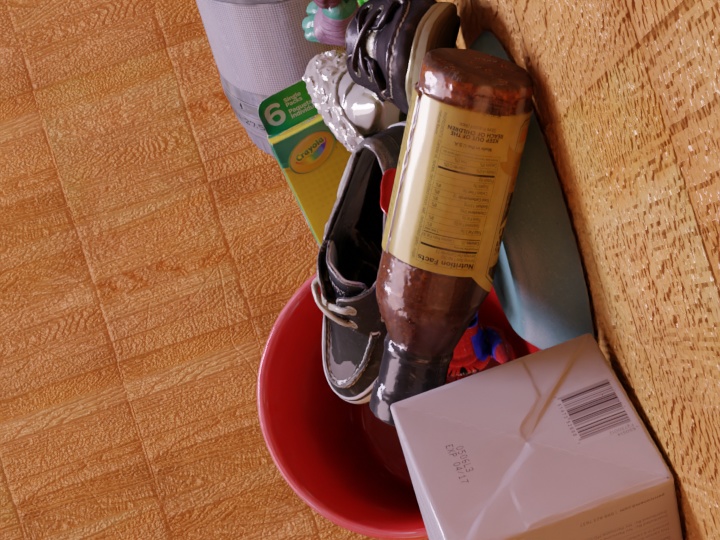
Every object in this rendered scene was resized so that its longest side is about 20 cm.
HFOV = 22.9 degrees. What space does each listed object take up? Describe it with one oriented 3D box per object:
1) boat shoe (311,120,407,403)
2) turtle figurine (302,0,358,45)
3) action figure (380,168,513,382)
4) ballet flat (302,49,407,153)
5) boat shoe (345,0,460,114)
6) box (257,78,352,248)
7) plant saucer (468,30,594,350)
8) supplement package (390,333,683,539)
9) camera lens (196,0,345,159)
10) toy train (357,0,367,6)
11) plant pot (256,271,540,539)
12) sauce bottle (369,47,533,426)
[{"bbox_3d":[0.000,0.000,1.083,0.071,0.063,0.202,35,128,32],"label":"boat shoe"},{"bbox_3d":[-0.024,-0.235,1.155,0.101,0.149,0.200,51,176,28],"label":"turtle figurine"},{"bbox_3d":[0.055,0.038,1.036,0.201,0.065,0.100,75,-173,-52],"label":"action figure"},{"bbox_3d":[0.033,-0.095,1.251,0.200,0.072,0.072,51,171,19],"label":"ballet flat"},{"bbox_3d":[0.021,-0.128,1.044,0.200,0.064,0.074,-58,-18,-84],"label":"boat shoe"},{"bbox_3d":[0.012,-0.060,1.340,0.201,0.116,0.048,63,179,-13],"label":"box"},{"bbox_3d":[0.085,-0.037,1.025,0.200,0.036,0.202,163,90,-88],"label":"plant saucer"},{"bbox_3d":[0.105,0.160,0.959,0.122,0.119,0.201,-114,6,-50],"label":"supplement package"},{"bbox_3d":[-0.050,-0.213,1.460,0.161,0.158,0.201,-110,3,-49],"label":"camera lens"},{"bbox_3d":[0.036,-0.164,1.268,0.057,0.041,0.200,62,-177,-27],"label":"toy train"},{"bbox_3d":[0.045,0.087,1.230,0.177,0.199,0.202,30,-140,-76],"label":"plant pot"},{"bbox_3d":[0.042,-0.014,0.940,0.066,0.065,0.202,-112,31,-63],"label":"sauce bottle"}]
